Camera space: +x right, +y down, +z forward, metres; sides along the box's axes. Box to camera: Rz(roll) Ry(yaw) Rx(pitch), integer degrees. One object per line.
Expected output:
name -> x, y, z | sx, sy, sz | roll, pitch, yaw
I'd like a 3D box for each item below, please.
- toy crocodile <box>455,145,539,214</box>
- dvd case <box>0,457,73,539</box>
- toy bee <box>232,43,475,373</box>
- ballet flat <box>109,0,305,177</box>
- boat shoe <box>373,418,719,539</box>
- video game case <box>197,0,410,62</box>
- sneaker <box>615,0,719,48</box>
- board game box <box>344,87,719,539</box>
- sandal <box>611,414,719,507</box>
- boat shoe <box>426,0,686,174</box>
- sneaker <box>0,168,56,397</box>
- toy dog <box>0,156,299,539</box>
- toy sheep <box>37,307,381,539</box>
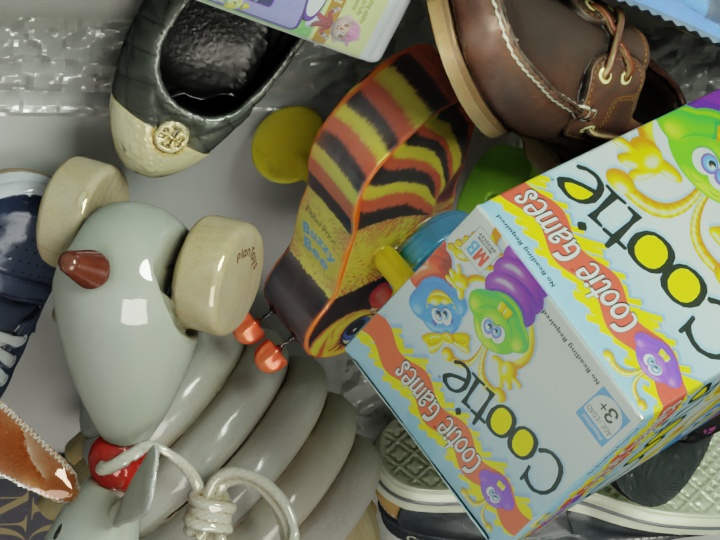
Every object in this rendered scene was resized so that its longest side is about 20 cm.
toy crocodile -> 0.103, 0.014, 1.271 | 0.067, 0.062, 0.200 | 6, 154, 43
dvd case -> -0.179, 0.148, 1.368 | 0.199, 0.016, 0.149 | -1, 134, -12
toy bee -> 0.000, 0.000, 1.174 | 0.109, 0.131, 0.200 | -29, 129, -20
ballet flat -> -0.042, -0.109, 1.112 | 0.066, 0.057, 0.200 | 22, 123, -29
boat shoe -> 0.101, 0.108, 1.352 | 0.199, 0.075, 0.062 | 1, 139, -7
video game case -> -0.037, -0.185, 1.008 | 0.182, 0.022, 0.200 | 19, 126, -14
sneaker -> 0.129, -0.139, 1.118 | 0.200, 0.066, 0.079 | 20, 97, -40
board game box -> 0.110, 0.011, 1.096 | 0.200, 0.105, 0.103 | -26, 165, -45
sandal -> 0.161, 0.017, 1.230 | 0.075, 0.048, 0.201 | 11, 105, -37
boat shoe -> 0.084, -0.086, 1.122 | 0.070, 0.071, 0.200 | -13, 168, 18
sneaker -> -0.182, 0.053, 1.207 | 0.070, 0.109, 0.200 | 22, 125, -30
toy dog -> -0.108, 0.053, 1.147 | 0.132, 0.201, 0.096 | -4, -175, 26
toy sheep -> -0.068, 0.086, 1.254 | 0.200, 0.138, 0.138 | 42, 117, -16
